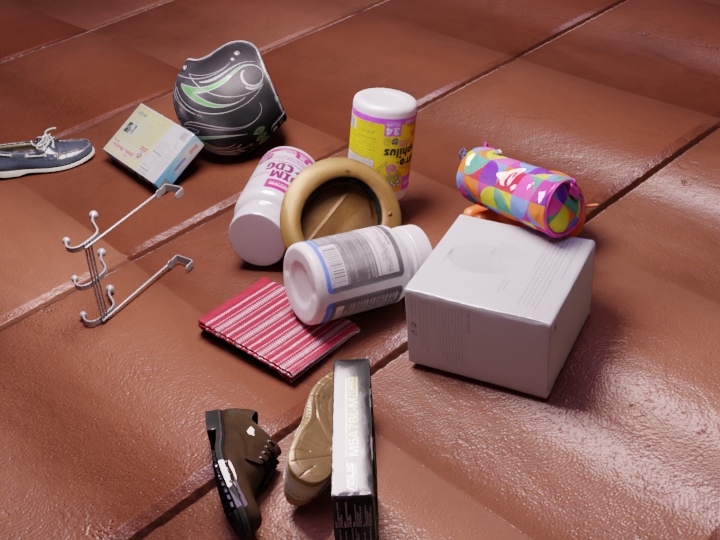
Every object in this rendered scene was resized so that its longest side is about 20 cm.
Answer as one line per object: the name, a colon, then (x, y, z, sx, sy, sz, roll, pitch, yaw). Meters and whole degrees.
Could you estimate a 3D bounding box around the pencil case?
pencil case: (0.216, -0.114, 1.362, 0.087, 0.090, 0.199, -25, 35, -26)

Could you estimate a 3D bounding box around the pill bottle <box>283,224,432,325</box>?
pill bottle: (0.000, 0.000, 1.396, 0.197, 0.116, 0.114, -13, 33, -29)

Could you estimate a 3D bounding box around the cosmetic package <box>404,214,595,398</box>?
cosmetic package: (0.188, 0.041, 1.311, 0.197, 0.125, 0.200, 12, 37, 25)

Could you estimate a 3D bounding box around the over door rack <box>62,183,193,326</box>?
over door rack: (-0.349, -0.028, 1.476, 0.066, 0.150, 0.199, 28, 47, 33)

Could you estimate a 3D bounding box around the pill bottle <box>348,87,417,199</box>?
pill bottle: (0.031, -0.179, 1.578, 0.102, 0.203, 0.105, 4, 28, -2)

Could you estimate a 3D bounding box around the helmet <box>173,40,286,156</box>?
helmet: (-0.249, -0.311, 1.830, 0.188, 0.202, 0.201, -24, 35, -1)

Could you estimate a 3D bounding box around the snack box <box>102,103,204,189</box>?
snack box: (-0.384, -0.228, 1.822, 0.199, 0.037, 0.117, 32, 79, 42)

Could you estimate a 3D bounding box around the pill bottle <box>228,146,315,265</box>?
pill bottle: (-0.137, -0.103, 1.580, 0.111, 0.115, 0.201, 2, 35, 12)

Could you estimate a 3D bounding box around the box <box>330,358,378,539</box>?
box: (-0.004, 0.227, 1.005, 0.046, 0.203, 0.195, -1, 35, 2)

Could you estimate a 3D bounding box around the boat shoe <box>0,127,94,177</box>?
boat shoe: (-0.608, -0.227, 1.877, 0.196, 0.063, 0.075, -9, 32, -6)

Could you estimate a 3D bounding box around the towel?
towel: (-0.118, 0.079, 1.395, 0.198, 0.023, 0.144, 25, 43, 34)

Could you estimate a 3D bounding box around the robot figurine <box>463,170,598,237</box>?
robot figurine: (0.255, -0.082, 1.487, 0.197, 0.144, 0.118, -17, 70, -16)

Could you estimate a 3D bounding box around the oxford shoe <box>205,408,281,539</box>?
oxford shoe: (-0.130, 0.223, 1.144, 0.083, 0.074, 0.201, -10, 35, -9)

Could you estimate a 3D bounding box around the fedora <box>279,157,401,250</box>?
fedora: (-0.036, -0.071, 1.518, 0.198, 0.204, 0.082, -19, -8, -20)

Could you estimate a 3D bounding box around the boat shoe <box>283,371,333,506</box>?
boat shoe: (-0.045, 0.196, 1.170, 0.073, 0.070, 0.200, 28, 36, 5)
